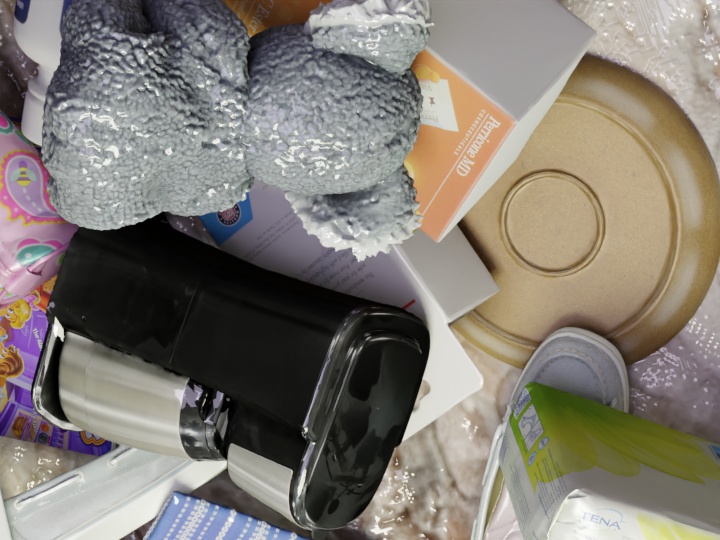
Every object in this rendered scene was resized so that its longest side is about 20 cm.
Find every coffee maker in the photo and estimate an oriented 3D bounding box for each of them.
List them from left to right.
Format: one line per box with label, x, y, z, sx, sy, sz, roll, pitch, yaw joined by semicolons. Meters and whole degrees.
coffee maker;-0.072;0.034;1.620;0.200;0.135;0.193;18;116;28

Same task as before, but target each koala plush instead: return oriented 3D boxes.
koala plush;-0.059;-0.089;1.508;0.199;0.184;0.178;9;116;5

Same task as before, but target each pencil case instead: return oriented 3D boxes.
pencil case;-0.252;-0.074;1.711;0.087;0.087;0.200;-38;90;21

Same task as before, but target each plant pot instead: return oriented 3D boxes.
plant pot;0.118;-0.030;1.682;0.200;0.027;0.201;4;102;18

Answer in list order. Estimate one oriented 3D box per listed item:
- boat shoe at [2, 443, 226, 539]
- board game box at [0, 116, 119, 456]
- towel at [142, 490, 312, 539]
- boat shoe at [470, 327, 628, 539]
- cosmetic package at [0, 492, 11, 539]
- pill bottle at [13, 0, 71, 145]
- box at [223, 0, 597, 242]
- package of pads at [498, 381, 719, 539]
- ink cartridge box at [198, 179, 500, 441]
boat shoe;-0.135;0.115;1.734;0.201;0.070;0.072;-33;90;-13
board game box;-0.198;0.009;1.782;0.134;0.045;0.201;10;105;15
towel;-0.062;0.228;1.747;0.200;0.024;0.145;23;110;-22
boat shoe;0.108;0.131;1.691;0.074;0.065;0.202;23;114;5
cosmetic package;-0.286;0.162;1.766;0.071;0.200;0.102;-17;101;-25
pill bottle;-0.145;-0.173;1.685;0.119;0.120;0.201;16;106;14
box;0.013;-0.136;1.601;0.200;0.097;0.124;38;141;5
package of pads;0.183;0.148;1.596;0.200;0.155;0.068;18;109;-13
ink cartridge box;0.000;0.000;1.685;0.115;0.068;0.200;-36;86;37
